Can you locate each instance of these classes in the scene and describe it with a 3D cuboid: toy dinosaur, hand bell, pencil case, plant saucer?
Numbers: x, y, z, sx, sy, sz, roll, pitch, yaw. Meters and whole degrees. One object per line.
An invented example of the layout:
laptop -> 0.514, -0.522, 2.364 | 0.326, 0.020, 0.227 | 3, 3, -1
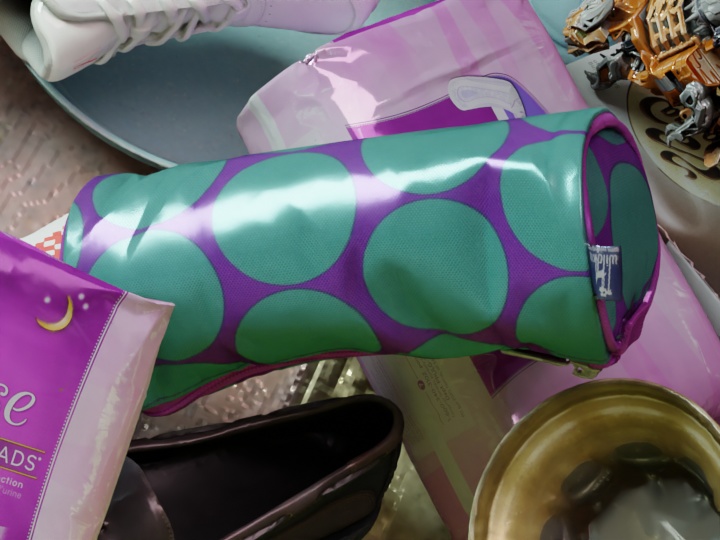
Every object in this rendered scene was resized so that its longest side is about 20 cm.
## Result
toy dinosaur -> 0.174, -0.072, 1.093 | 0.102, 0.136, 0.200 | -36, 32, -25
hand bell -> 0.129, 0.113, 1.048 | 0.200, 0.104, 0.104 | 30, 32, -58
pencil case -> 0.000, 0.000, 0.994 | 0.085, 0.199, 0.093 | -14, 97, -74
plant saucer -> -0.062, -0.109, 1.181 | 0.200, 0.036, 0.200 | 11, 54, -15

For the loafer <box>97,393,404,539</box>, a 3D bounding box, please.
loafer -> -0.071, 0.083, 1.016 | 0.200, 0.063, 0.072 | -14, 62, -34

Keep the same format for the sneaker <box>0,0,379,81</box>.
sneaker -> -0.092, -0.110, 1.109 | 0.199, 0.078, 0.100 | 11, 60, -5

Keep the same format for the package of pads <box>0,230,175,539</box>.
package of pads -> -0.146, 0.081, 0.917 | 0.120, 0.076, 0.200 | 20, 84, -16

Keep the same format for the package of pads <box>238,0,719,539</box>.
package of pads -> 0.049, -0.002, 1.096 | 0.120, 0.076, 0.200 | -24, 83, -34

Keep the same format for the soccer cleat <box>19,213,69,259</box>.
soccer cleat -> -0.163, 0.024, 1.014 | 0.085, 0.069, 0.200 | 45, 53, -1

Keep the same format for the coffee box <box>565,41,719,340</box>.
coffee box -> 0.153, 0.001, 1.178 | 0.113, 0.080, 0.200 | -23, 67, -38

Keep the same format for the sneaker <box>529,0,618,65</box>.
sneaker -> 0.080, -0.156, 1.278 | 0.074, 0.082, 0.200 | 7, 29, -8
